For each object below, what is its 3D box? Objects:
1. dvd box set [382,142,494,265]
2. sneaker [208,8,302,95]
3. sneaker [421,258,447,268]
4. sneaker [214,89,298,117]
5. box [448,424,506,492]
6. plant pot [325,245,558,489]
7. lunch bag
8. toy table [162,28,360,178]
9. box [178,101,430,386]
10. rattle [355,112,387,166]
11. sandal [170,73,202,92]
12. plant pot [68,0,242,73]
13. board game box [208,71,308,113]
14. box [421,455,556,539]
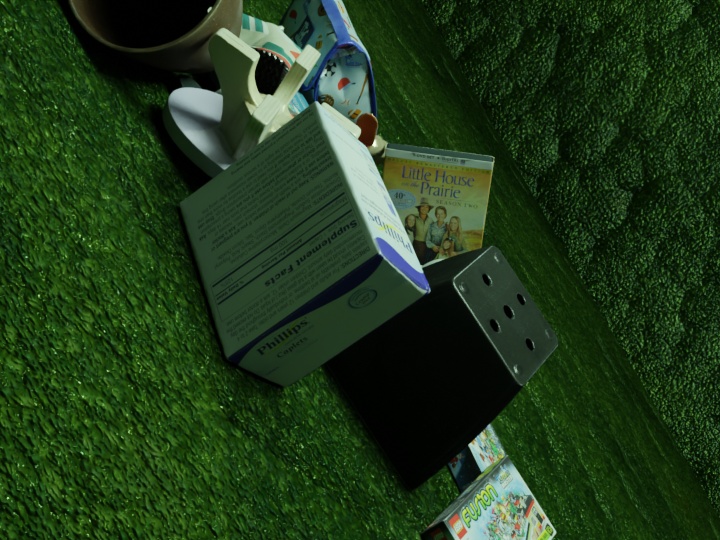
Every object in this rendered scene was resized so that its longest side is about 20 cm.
[{"bbox_3d":[0.093,-0.060,1.507,0.029,0.143,0.204,-75,172,-67],"label":"dvd box set"},{"bbox_3d":[-0.148,-0.288,1.439,0.198,0.071,0.093,32,34,16],"label":"sneaker"},{"bbox_3d":[0.131,0.079,1.442,0.075,0.087,0.203,-73,142,-66],"label":"sneaker"},{"bbox_3d":[-0.087,-0.168,1.361,0.199,0.078,0.082,35,35,19],"label":"sneaker"},{"bbox_3d":[0.152,0.244,1.458,0.136,0.037,0.202,26,34,-59],"label":"box"},{"bbox_3d":[0.104,0.088,1.288,0.201,0.176,0.199,56,33,1],"label":"plant pot"},{"bbox_3d":[-0.048,-0.310,1.695,0.202,0.122,0.172,91,-18,-51],"label":"lunch bag"},{"bbox_3d":[-0.105,-0.161,1.226,0.198,0.118,0.185,27,37,-14],"label":"toy table"},{"bbox_3d":[-0.058,-0.024,1.118,0.105,0.183,0.202,36,26,-51],"label":"box"},{"bbox_3d":[-0.004,-0.111,1.504,0.200,0.128,0.146,160,-69,-70],"label":"rattle"},{"bbox_3d":[-0.158,-0.150,1.309,0.202,0.048,0.075,61,17,18],"label":"sandal"},{"bbox_3d":[-0.205,-0.298,1.279,0.189,0.185,0.200,59,3,14],"label":"plant pot"},{"bbox_3d":[-0.132,-0.237,1.549,0.153,0.047,0.199,61,17,19],"label":"board game box"},{"bbox_3d":[0.148,0.295,1.282,0.111,0.035,0.199,57,29,4],"label":"box"}]
